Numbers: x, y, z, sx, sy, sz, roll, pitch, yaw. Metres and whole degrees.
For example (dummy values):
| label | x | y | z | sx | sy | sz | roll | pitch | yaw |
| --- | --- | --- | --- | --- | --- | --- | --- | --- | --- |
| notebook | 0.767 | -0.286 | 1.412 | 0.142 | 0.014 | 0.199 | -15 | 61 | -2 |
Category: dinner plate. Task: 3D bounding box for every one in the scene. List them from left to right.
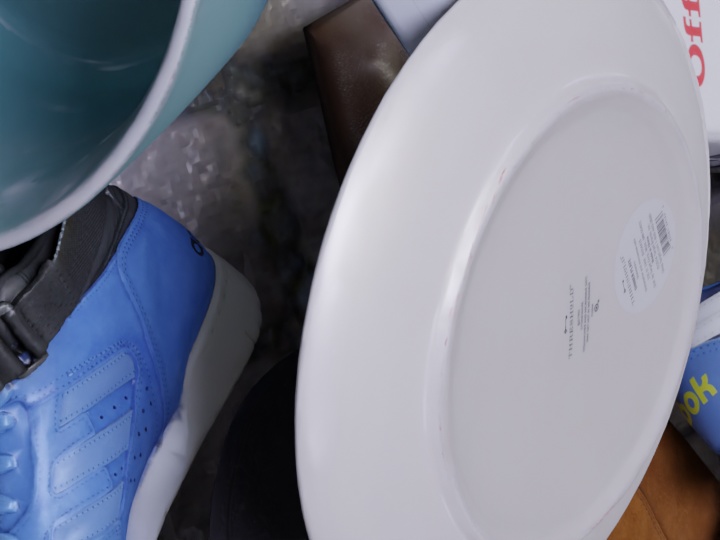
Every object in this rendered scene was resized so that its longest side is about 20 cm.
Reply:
| label | x | y | z | sx | sy | sz | roll | pitch | yaw |
| --- | --- | --- | --- | --- | --- | --- | --- | --- | --- |
| dinner plate | 0.051 | 0.013 | 0.720 | 0.200 | 0.024 | 0.201 | -26 | 123 | -49 |

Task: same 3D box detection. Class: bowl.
| label | x | y | z | sx | sy | sz | roll | pitch | yaw |
| --- | --- | --- | --- | --- | --- | --- | --- | --- | --- |
| bowl | -0.096 | -0.109 | 0.721 | 0.105 | 0.200 | 0.201 | -17 | 96 | -56 |

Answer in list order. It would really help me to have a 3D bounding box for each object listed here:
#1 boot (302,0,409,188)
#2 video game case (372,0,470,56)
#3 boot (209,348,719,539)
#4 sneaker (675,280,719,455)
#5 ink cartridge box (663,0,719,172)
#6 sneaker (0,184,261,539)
| label | x | y | z | sx | sy | sz | roll | pitch | yaw |
| --- | --- | --- | --- | --- | --- | --- | --- | --- | --- |
| boot | 0.000 | 0.000 | 0.843 | 0.186 | 0.064 | 0.201 | -11 | 95 | -51 |
| video game case | -0.027 | -0.171 | 0.706 | 0.200 | 0.023 | 0.183 | 53 | 18 | -35 |
| boot | 0.041 | 0.081 | 0.806 | 0.200 | 0.068 | 0.189 | 60 | 37 | -37 |
| sneaker | 0.176 | -0.016 | 0.830 | 0.200 | 0.082 | 0.074 | -38 | 156 | 3 |
| ink cartridge box | 0.106 | -0.108 | 0.890 | 0.200 | 0.085 | 0.146 | -1 | 85 | -58 |
| sneaker | -0.105 | 0.058 | 0.746 | 0.111 | 0.077 | 0.200 | 39 | 59 | -33 |
